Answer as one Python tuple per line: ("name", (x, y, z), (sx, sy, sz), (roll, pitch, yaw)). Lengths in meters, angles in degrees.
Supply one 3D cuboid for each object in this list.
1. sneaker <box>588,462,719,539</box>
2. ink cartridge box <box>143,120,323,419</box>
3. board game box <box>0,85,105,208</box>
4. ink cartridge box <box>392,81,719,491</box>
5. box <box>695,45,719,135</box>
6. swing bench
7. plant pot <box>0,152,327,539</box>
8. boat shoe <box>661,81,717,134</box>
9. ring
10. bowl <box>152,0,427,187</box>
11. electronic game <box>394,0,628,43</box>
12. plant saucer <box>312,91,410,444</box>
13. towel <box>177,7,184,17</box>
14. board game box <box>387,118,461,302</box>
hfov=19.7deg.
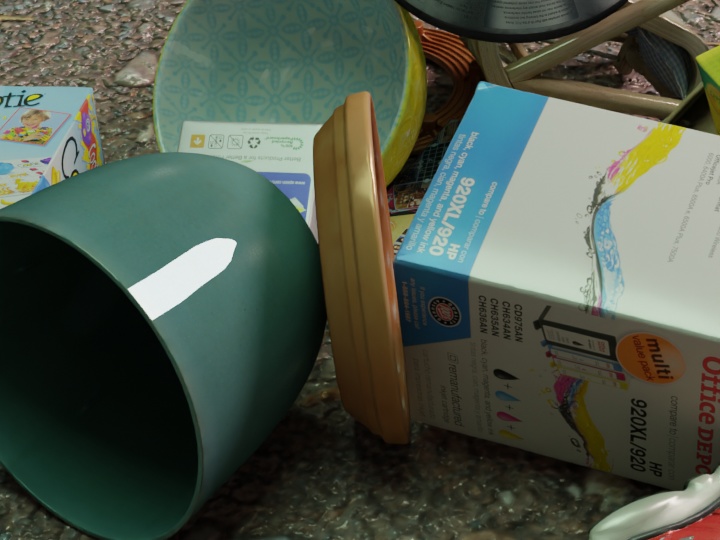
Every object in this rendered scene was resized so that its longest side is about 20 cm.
("sneaker", (0.206, 0.144, 1.072), (0.199, 0.077, 0.085), (-26, 50, -16))
("ink cartridge box", (-0.077, 0.001, 1.295), (0.094, 0.037, 0.201), (2, 64, 11))
("board game box", (-0.240, -0.025, 1.337), (0.104, 0.104, 0.200), (2, 35, 12))
("ink cartridge box", (0.139, 0.013, 1.158), (0.199, 0.148, 0.145), (14, 52, 18))
("box", (0.254, -0.051, 1.219), (0.048, 0.201, 0.118), (-24, 36, -4))
("swing bench", (0.160, -0.171, 1.446), (0.199, 0.131, 0.199), (-8, 23, -3))
("plant pot", (-0.112, 0.026, 1.166), (0.200, 0.202, 0.161), (20, 39, 32))
("boat shoe", (0.210, -0.076, 1.327), (0.200, 0.063, 0.073), (-48, 47, -7))
("ring", (0.005, -0.139, 1.544), (0.199, 0.019, 0.201), (-3, 34, 2))
("bowl", (-0.031, -0.115, 1.414), (0.199, 0.201, 0.108), (18, -1, 31))
("electronic game", (0.096, -0.230, 1.337), (0.198, 0.042, 0.201), (0, 59, 0))
("plant saucer", (0.000, 0.000, 1.182), (0.037, 0.201, 0.201), (-6, 34, 3))
("towel", (-0.013, -0.230, 1.500), (0.035, 0.192, 0.200), (58, 28, 11))
("board game box", (0.078, -0.026, 1.356), (0.135, 0.035, 0.200), (13, 39, 25))
